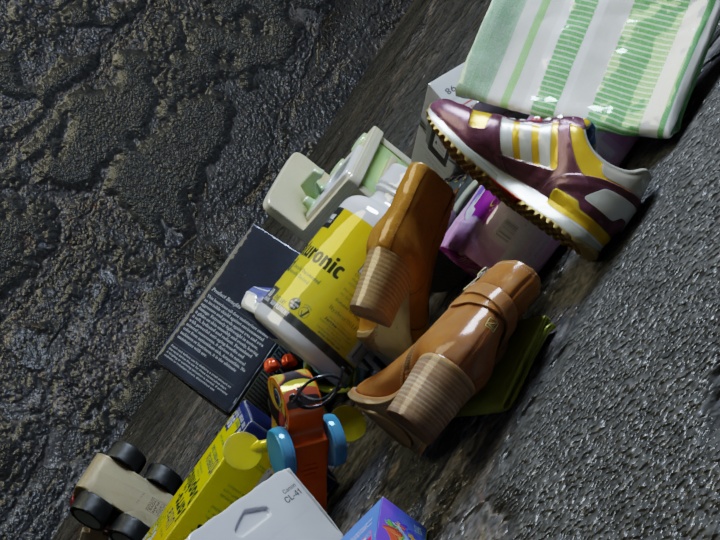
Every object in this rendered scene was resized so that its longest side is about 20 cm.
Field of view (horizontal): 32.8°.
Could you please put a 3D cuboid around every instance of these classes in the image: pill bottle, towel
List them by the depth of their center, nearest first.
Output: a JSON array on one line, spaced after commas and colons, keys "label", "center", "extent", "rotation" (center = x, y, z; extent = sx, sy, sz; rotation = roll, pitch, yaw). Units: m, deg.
[{"label": "towel", "center": [0.094, 0.088, 1.023], "extent": [0.087, 0.018, 0.200], "rotation": [-63, 14, -18]}, {"label": "towel", "center": [0.194, -0.197, 1.039], "extent": [0.154, 0.199, 0.023], "rotation": [-68, -27, -7]}, {"label": "pill bottle", "center": [0.000, 0.000, 1.171], "extent": [0.200, 0.111, 0.111], "rotation": [-50, 10, -7]}]

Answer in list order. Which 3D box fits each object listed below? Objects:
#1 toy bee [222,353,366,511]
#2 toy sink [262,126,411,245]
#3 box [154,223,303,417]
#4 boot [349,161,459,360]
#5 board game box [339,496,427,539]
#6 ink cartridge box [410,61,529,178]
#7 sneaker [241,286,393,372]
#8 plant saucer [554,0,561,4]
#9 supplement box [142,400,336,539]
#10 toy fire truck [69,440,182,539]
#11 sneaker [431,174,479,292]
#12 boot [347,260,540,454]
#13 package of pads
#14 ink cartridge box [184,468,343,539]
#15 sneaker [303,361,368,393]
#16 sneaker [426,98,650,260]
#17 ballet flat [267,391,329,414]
[{"label": "toy bee", "center": [-0.051, 0.134, 1.115], "extent": [0.201, 0.130, 0.109], "rotation": [-61, 39, 29]}, {"label": "toy sink", "center": [0.007, -0.081, 1.442], "extent": [0.112, 0.199, 0.131], "rotation": [-46, 12, 34]}, {"label": "box", "center": [-0.118, 0.082, 1.471], "extent": [0.199, 0.123, 0.200], "rotation": [-54, -20, -10]}, {"label": "boot", "center": [0.049, -0.001, 1.078], "extent": [0.145, 0.070, 0.201], "rotation": [-64, -18, -15]}, {"label": "board game box", "center": [-0.034, 0.276, 0.887], "extent": [0.200, 0.045, 0.135], "rotation": [-49, 11, 24]}, {"label": "ink cartridge box", "center": [0.126, -0.167, 1.289], "extent": [0.115, 0.067, 0.200], "rotation": [-32, -19, -19]}, {"label": "sneaker", "center": [-0.015, 0.035, 1.282], "extent": [0.198, 0.081, 0.116], "rotation": [12, 63, 32]}, {"label": "plant saucer", "center": [0.229, -0.219, 1.160], "extent": [0.199, 0.036, 0.200], "rotation": [-28, -18, -10]}, {"label": "supplement box", "center": [-0.129, 0.248, 1.219], "extent": [0.201, 0.109, 0.109], "rotation": [-54, 10, -2]}, {"label": "toy fire truck", "center": [-0.268, 0.321, 1.446], "extent": [0.129, 0.175, 0.200], "rotation": [-60, 2, -34]}, {"label": "sneaker", "center": [0.108, -0.081, 1.249], "extent": [0.200, 0.074, 0.107], "rotation": [-48, 36, 30]}, {"label": "boot", "center": [0.072, 0.068, 0.993], "extent": [0.155, 0.074, 0.200], "rotation": [-52, 9, -13]}, {"label": "package of pads", "center": [0.160, -0.076, 1.095], "extent": [0.201, 0.075, 0.120], "rotation": [-54, 9, -2]}, {"label": "ink cartridge box", "center": [-0.125, 0.277, 1.029], "extent": [0.147, 0.086, 0.200], "rotation": [-29, -16, -52]}, {"label": "sneaker", "center": [0.006, 0.058, 1.342], "extent": [0.201, 0.079, 0.131], "rotation": [-58, 4, 31]}, {"label": "sneaker", "center": [0.143, -0.096, 1.000], "extent": [0.090, 0.200, 0.075], "rotation": [-49, -26, 0]}, {"label": "ballet flat", "center": [-0.075, 0.159, 1.392], "extent": [0.071, 0.070, 0.200], "rotation": [-53, 10, -3]}]
